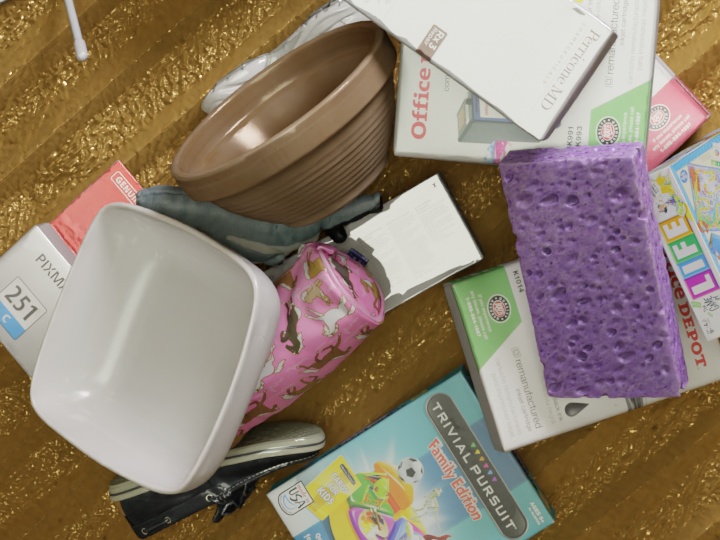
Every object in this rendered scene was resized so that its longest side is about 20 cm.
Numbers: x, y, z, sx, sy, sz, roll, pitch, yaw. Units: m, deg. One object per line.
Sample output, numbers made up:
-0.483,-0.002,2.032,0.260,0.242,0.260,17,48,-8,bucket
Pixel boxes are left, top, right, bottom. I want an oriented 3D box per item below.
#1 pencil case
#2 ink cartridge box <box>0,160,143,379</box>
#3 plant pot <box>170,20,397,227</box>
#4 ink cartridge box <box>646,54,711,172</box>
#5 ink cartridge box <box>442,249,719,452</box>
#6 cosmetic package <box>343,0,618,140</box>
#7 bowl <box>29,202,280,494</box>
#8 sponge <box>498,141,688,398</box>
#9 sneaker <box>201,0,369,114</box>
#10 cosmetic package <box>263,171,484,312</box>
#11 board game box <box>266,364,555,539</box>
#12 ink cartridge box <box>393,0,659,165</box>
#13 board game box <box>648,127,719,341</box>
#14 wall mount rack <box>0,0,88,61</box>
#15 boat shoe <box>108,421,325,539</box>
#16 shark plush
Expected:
-0.072,0.061,1.650,0.200,0.087,0.083,-41,131,23,pencil case
-0.213,0.037,1.735,0.176,0.045,0.200,-41,90,9,ink cartridge box
-0.042,-0.099,1.574,0.200,0.201,0.093,-33,109,8,plant pot
0.168,-0.151,1.660,0.146,0.083,0.200,-43,89,8,ink cartridge box
0.184,0.049,1.653,0.198,0.084,0.147,-18,89,-4,ink cartridge box
0.084,-0.193,1.502,0.199,0.074,0.102,35,99,6,cosmetic package
-0.154,0.062,1.613,0.199,0.074,0.201,26,98,35,bowl
0.179,0.003,1.540,0.111,0.030,0.202,-3,113,27,sponge
-0.031,-0.162,1.692,0.199,0.078,0.100,-34,97,16,sneaker
0.000,0.000,1.706,0.199,0.051,0.083,-29,94,8,cosmetic package
0.043,0.199,1.720,0.199,0.047,0.152,-33,91,8,board game box
0.130,-0.154,1.578,0.198,0.087,0.147,6,95,9,ink cartridge box
0.291,-0.037,1.600,0.034,0.200,0.135,-25,92,31,board game box
-0.312,-0.233,1.708,0.199,0.075,0.175,-24,92,8,wall mount rack
-0.118,0.178,1.724,0.198,0.075,0.063,-20,98,12,boat shoe
-0.083,-0.039,1.661,0.198,0.084,0.091,6,53,20,shark plush
